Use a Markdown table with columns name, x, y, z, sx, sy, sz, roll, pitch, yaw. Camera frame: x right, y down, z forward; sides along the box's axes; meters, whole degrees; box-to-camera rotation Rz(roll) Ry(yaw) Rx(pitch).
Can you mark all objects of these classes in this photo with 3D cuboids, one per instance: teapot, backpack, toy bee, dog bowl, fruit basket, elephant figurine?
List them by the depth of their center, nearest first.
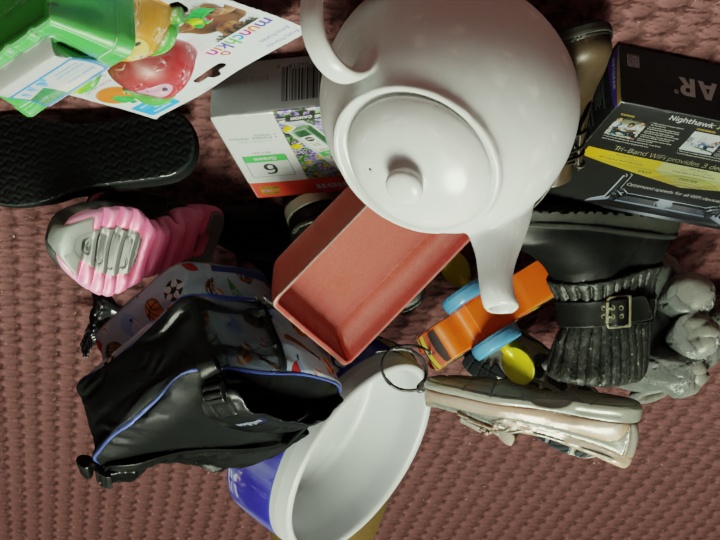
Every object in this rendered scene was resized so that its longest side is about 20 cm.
| name | x | y | z | sx | sy | sz | roll | pitch | yaw |
| --- | --- | --- | --- | --- | --- | --- | --- | --- | --- |
| teapot | 0.048 | -0.101 | 1.310 | 0.199 | 0.146 | 0.198 | 21 | 132 | 9 |
| fruit basket | -0.169 | -0.154 | 1.343 | 0.200 | 0.094 | 0.185 | 20 | 149 | -40 |
| backpack | -0.119 | 0.088 | 1.579 | 0.190 | 0.155 | 0.200 | 15 | 144 | -40 |
| toy bee | 0.091 | 0.046 | 1.709 | 0.199 | 0.131 | 0.109 | -8 | 167 | -16 |
| elephant figurine | 0.284 | 0.062 | 1.739 | 0.155 | 0.142 | 0.200 | 25 | -176 | 21 |
| dog bowl | -0.027 | 0.153 | 1.742 | 0.079 | 0.200 | 0.200 | 31 | 168 | 28 |

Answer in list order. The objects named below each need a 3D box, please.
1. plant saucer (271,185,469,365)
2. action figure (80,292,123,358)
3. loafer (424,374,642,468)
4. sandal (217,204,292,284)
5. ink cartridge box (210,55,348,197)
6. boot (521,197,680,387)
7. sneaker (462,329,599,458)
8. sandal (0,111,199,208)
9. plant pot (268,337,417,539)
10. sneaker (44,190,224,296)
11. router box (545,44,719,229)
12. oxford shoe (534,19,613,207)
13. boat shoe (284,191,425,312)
| name | x | y | z | sx | sy | sz | roll | pitch | yaw |
| --- | --- | --- | --- | --- | --- | --- | --- | --- | --- |
| plant saucer | 0.019 | -0.028 | 1.525 | 0.200 | 0.037 | 0.200 | -45 | 157 | 0 |
| action figure | -0.163 | 0.075 | 1.816 | 0.199 | 0.102 | 0.119 | 10 | 142 | -13 |
| loafer | 0.151 | 0.136 | 1.713 | 0.199 | 0.063 | 0.072 | 7 | -170 | 15 |
| sandal | -0.069 | -0.007 | 1.700 | 0.076 | 0.043 | 0.200 | -14 | 151 | 30 |
| ink cartridge box | -0.038 | -0.096 | 1.501 | 0.108 | 0.051 | 0.200 | -5 | 154 | 12 |
| boot | 0.166 | 0.015 | 1.569 | 0.210 | 0.158 | 0.079 | 7 | -163 | -26 |
| sneaker | 0.181 | 0.105 | 1.804 | 0.079 | 0.200 | 0.078 | 11 | 113 | -40 |
| sandal | -0.225 | -0.084 | 1.516 | 0.199 | 0.076 | 0.048 | -2 | 164 | 7 |
| plant pot | -0.037 | 0.189 | 1.932 | 0.186 | 0.201 | 0.187 | 2 | 156 | 1 |
| sneaker | -0.201 | -0.035 | 1.558 | 0.095 | 0.079 | 0.200 | 31 | -164 | 25 |
| router box | 0.257 | -0.097 | 1.479 | 0.199 | 0.052 | 0.157 | 10 | 153 | -16 |
| oxford shoe | 0.147 | -0.110 | 1.404 | 0.072 | 0.085 | 0.200 | -12 | 154 | -20 |
| boat shoe | 0.000 | 0.000 | 1.671 | 0.072 | 0.068 | 0.200 | -32 | 146 | 14 |
